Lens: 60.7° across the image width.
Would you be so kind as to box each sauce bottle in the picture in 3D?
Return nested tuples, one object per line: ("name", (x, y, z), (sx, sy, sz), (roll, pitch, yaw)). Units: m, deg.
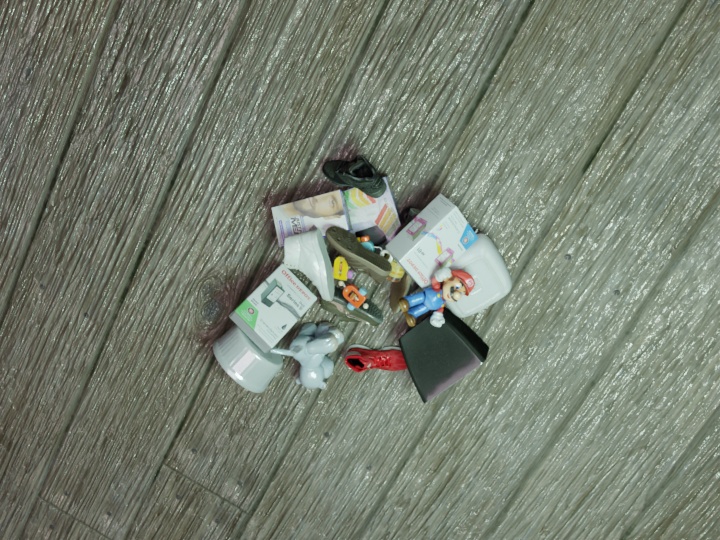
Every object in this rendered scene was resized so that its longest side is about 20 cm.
("sauce bottle", (0.112, -0.067, 1.630), (0.065, 0.066, 0.202), (20, 114, 4))

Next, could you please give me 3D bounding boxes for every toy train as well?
("toy train", (0.000, 0.000, 1.668), (0.149, 0.056, 0.201), (36, 110, 3))

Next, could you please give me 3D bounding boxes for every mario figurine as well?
("mario figurine", (0.198, 0.070, 1.543), (0.198, 0.124, 0.107), (-28, 67, 3))

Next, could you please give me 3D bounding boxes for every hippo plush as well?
("hippo plush", (-0.120, 0.254, 1.730), (0.157, 0.200, 0.163), (0, 112, 30))

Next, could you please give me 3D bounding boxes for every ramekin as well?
("ramekin", (-0.313, 0.240, 1.747), (0.098, 0.201, 0.201), (-44, 93, 8))

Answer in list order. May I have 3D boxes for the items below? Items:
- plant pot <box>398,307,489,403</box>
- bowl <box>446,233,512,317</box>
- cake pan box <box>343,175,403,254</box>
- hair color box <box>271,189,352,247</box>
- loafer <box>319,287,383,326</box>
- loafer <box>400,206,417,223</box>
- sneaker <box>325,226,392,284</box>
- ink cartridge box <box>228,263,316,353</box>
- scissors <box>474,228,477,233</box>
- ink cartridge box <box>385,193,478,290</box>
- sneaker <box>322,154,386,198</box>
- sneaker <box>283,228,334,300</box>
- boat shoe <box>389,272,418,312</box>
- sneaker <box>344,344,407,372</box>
("plant pot", (0.215, 0.210, 1.667), (0.199, 0.199, 0.178), (-36, 84, 14))
("bowl", (0.297, 0.026, 1.644), (0.198, 0.075, 0.201), (-30, 112, 12))
("cake pan box", (0.018, -0.136, 1.688), (0.182, 0.052, 0.203), (-15, 100, 14))
("hair color box", (-0.130, -0.137, 1.644), (0.197, 0.065, 0.111), (-13, 88, 10))
("loafer", (-0.029, 0.111, 1.743), (0.198, 0.075, 0.070), (25, 116, 7))
("loafer", (0.189, -0.095, 1.662), (0.199, 0.063, 0.072), (39, 104, -3))
("sneaker", (-0.016, -0.032, 1.591), (0.199, 0.071, 0.076), (35, 132, -2))
("ink cartridge box", (-0.240, 0.102, 1.702), (0.146, 0.084, 0.200), (44, 61, -5))
("scissors", (0.261, -0.026, 1.665), (0.072, 0.014, 0.202), (8, 119, -7))
("ink cartridge box", (0.182, -0.070, 1.569), (0.200, 0.085, 0.145), (-43, 132, 3))
("sneaker", (-0.029, -0.266, 1.610), (0.198, 0.114, 0.077), (29, 76, 31))
("sneaker", (-0.140, -0.008, 1.625), (0.114, 0.074, 0.203), (-8, 112, 13))
("boat shoe", (0.138, 0.028, 1.696), (0.064, 0.072, 0.203), (9, 107, -27))
("sneaker", (0.049, 0.264, 1.734), (0.197, 0.116, 0.080), (1, 102, 8))
